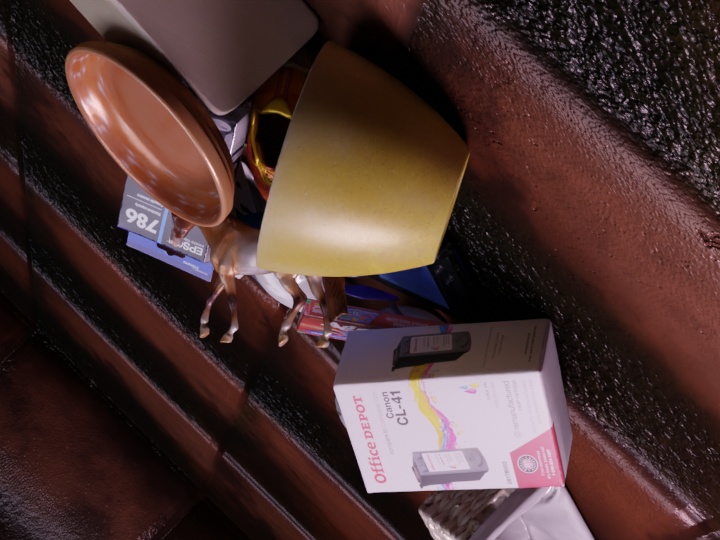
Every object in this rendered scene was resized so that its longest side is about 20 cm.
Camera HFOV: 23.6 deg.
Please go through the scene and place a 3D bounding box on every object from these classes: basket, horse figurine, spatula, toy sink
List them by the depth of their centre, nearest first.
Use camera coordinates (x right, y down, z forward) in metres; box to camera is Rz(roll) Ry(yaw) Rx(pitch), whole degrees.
[{"bbox_3d":[-0.156,-0.237,1.517,0.200,0.130,0.112,47,162,-7],"label":"toy sink"},{"bbox_3d":[-0.088,0.002,1.588,0.200,0.133,0.050,4,-177,29],"label":"horse figurine"},{"bbox_3d":[0.044,0.042,1.726,0.056,0.021,0.200,20,175,43],"label":"spatula"},{"bbox_3d":[0.173,0.308,1.964,0.123,0.136,0.200,31,157,48],"label":"basket"}]

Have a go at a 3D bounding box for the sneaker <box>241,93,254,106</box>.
[{"bbox_3d":[-0.144,-0.165,1.683,0.200,0.080,0.075,171,98,-66],"label":"sneaker"}]

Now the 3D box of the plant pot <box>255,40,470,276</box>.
[{"bbox_3d":[0.011,-0.076,1.450,0.142,0.200,0.200,17,158,3],"label":"plant pot"}]

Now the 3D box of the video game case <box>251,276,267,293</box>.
[{"bbox_3d":[-0.130,-0.041,2.060,0.143,0.019,0.200,46,163,-2],"label":"video game case"}]

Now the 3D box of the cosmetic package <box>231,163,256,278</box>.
[{"bbox_3d":[-0.156,-0.087,1.785,0.082,0.051,0.200,33,-155,-38],"label":"cosmetic package"}]

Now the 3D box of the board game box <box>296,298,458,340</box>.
[{"bbox_3d":[0.039,0.062,1.719,0.199,0.019,0.103,10,166,-4],"label":"board game box"}]

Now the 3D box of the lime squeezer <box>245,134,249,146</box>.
[{"bbox_3d":[-0.066,-0.128,1.632,0.200,0.038,0.071,-9,171,37],"label":"lime squeezer"}]

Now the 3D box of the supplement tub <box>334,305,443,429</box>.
[{"bbox_3d":[0.037,0.123,1.877,0.122,0.123,0.200,42,161,9],"label":"supplement tub"}]

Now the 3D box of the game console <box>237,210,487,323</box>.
[{"bbox_3d":[0.000,0.000,1.700,0.200,0.118,0.171,25,152,48],"label":"game console"}]

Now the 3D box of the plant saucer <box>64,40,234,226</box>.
[{"bbox_3d":[-0.180,-0.126,1.528,0.200,0.037,0.200,38,156,20],"label":"plant saucer"}]

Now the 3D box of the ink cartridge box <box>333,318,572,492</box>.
[{"bbox_3d":[0.091,0.131,1.636,0.199,0.086,0.148,-6,125,16],"label":"ink cartridge box"}]

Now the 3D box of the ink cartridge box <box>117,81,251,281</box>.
[{"bbox_3d":[-0.172,-0.079,1.643,0.099,0.039,0.200,22,124,10],"label":"ink cartridge box"}]

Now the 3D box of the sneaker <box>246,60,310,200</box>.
[{"bbox_3d":[-0.078,-0.109,1.576,0.073,0.077,0.200,11,149,8],"label":"sneaker"}]

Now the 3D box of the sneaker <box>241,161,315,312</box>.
[{"bbox_3d":[-0.090,-0.037,1.908,0.200,0.075,0.088,47,150,0],"label":"sneaker"}]
